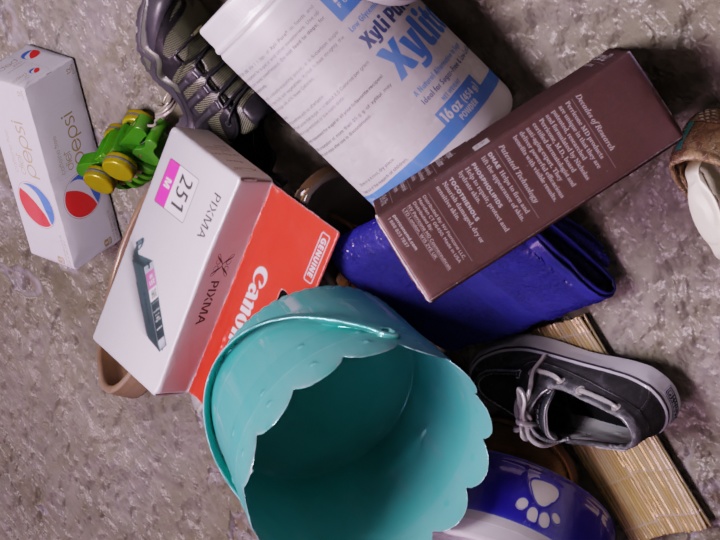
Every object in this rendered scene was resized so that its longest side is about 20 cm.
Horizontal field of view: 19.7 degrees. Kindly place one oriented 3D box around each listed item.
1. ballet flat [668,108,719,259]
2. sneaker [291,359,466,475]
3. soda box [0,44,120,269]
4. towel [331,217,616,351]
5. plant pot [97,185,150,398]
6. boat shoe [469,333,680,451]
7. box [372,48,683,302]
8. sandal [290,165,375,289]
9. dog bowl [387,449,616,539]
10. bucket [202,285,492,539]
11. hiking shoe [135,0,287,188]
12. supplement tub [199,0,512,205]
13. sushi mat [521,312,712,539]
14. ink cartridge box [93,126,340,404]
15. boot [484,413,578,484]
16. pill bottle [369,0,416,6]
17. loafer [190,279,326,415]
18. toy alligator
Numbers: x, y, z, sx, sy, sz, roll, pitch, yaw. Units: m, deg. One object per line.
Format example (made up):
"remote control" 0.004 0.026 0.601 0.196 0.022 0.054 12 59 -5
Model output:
"ballet flat" 0.264 -0.011 1.382 0.200 0.065 0.070 56 145 -5
"sneaker" -0.007 0.116 1.727 0.090 0.199 0.078 122 132 -85
"soda box" -0.287 -0.104 1.933 0.068 0.064 0.200 19 134 38
"towel" 0.084 -0.009 1.574 0.148 0.050 0.200 37 148 -21
"plant pot" -0.157 0.022 1.833 0.092 0.201 0.201 16 152 -21
"boat shoe" 0.148 0.102 1.587 0.199 0.068 0.074 14 130 44
"box" 0.108 -0.066 1.382 0.075 0.200 0.100 58 -178 -6
"sandal" 0.000 0.000 1.677 0.055 0.082 0.200 24 139 42
"dog bowl" 0.105 0.225 1.689 0.199 0.079 0.200 15 150 9
"bucket" -0.016 0.119 1.578 0.135 0.207 0.208 -130 23 -56
"hiking shoe" -0.113 -0.157 1.692 0.100 0.076 0.200 10 137 32
"supplement tub" -0.001 -0.146 1.482 0.200 0.132 0.132 44 146 -9
"sushi mat" 0.195 0.126 1.626 0.096 0.012 0.200 -21 103 56
"ink cartridge box" -0.119 0.013 1.652 0.173 0.043 0.200 38 113 38
"boot" 0.090 0.160 1.724 0.200 0.075 0.074 11 126 42
"pill bottle" 0.054 -0.265 1.360 0.111 0.111 0.200 52 145 0
"loafer" -0.077 0.045 1.767 0.200 0.070 0.070 -45 60 18
"toy alligator" -0.190 -0.106 1.826 0.054 0.059 0.200 32 151 -20
